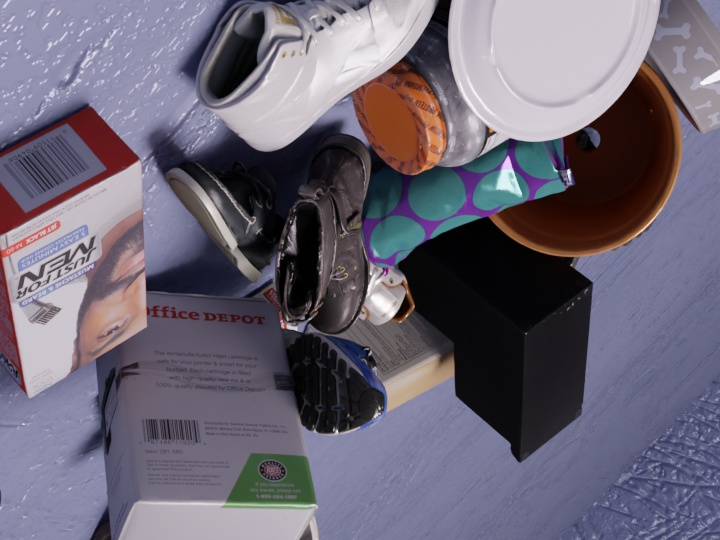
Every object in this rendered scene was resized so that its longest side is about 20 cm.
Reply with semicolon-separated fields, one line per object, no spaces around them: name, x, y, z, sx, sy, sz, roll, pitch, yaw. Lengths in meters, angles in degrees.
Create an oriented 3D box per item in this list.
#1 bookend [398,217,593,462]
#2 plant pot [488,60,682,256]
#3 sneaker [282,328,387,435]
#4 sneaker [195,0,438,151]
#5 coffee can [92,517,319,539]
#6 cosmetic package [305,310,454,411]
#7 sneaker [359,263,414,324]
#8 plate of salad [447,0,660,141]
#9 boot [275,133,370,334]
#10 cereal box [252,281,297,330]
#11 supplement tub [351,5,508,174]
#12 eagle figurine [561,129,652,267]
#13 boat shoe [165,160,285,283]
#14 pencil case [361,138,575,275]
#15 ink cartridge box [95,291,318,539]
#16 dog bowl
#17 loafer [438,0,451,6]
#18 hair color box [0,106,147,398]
bookend;0.125;0.050;1.400;0.092;0.198;0.201;-33;141;-24
plant pot;0.208;-0.120;1.333;0.200;0.200;0.140;-50;171;16
sneaker;-0.017;0.085;1.159;0.088;0.200;0.079;3;98;-22
sneaker;-0.028;-0.171;0.992;0.200;0.074;0.115;-45;160;7
coffee can;-0.162;0.300;1.475;0.199;0.146;0.147;-17;145;-47
cosmetic package;0.040;0.077;1.481;0.199;0.105;0.071;-23;150;-36
sneaker;0.000;0.000;1.310;0.073;0.085;0.200;-46;152;9
plate of salad;0.145;-0.197;1.064;0.199;0.048;0.202;-13;118;-26
boot;-0.038;-0.004;1.140;0.174;0.069;0.202;-69;163;-61
cereal box;-0.145;0.110;1.318;0.199;0.040;0.144;-35;155;-20
supplement tub;0.097;-0.164;1.143;0.199;0.123;0.123;-31;154;-26
eagle figurine;0.238;-0.070;1.500;0.150;0.201;0.151;-14;-157;11
boat shoe;-0.093;-0.050;1.092;0.066;0.075;0.200;-43;157;-6
pencil case;0.088;-0.074;1.250;0.199;0.085;0.093;-23;122;14
ink cartridge box;-0.128;0.121;1.116;0.145;0.201;0.085;5;137;-22
dog bowl;0.283;-0.211;1.279;0.058;0.201;0.200;-35;158;11
loafer;0.117;-0.264;1.080;0.199;0.068;0.076;-20;139;-11
hair color box;-0.211;-0.008;0.986;0.111;0.064;0.201;-33;156;-25
